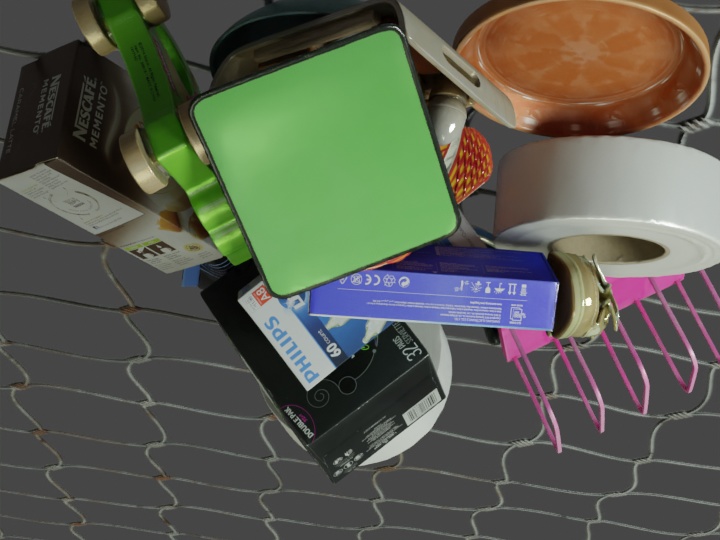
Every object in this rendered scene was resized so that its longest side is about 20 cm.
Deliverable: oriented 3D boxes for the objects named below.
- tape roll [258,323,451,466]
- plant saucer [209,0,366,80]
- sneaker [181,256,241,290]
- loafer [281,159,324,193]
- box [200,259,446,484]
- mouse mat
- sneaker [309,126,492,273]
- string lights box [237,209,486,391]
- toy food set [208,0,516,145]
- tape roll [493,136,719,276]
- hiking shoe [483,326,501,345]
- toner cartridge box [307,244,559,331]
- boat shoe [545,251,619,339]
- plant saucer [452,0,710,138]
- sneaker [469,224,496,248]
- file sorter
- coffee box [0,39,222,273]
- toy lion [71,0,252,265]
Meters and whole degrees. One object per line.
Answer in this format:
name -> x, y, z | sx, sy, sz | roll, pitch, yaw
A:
tape roll -> -0.007, 0.096, 1.531 | 0.199, 0.205, 0.071 | -1, 156, 14
plant saucer -> -0.019, -0.162, 1.162 | 0.197, 0.036, 0.200 | 8, 158, 3
sneaker -> -0.135, -0.031, 1.450 | 0.077, 0.071, 0.200 | 5, 162, -8
loafer -> -0.052, -0.074, 1.160 | 0.071, 0.063, 0.200 | -31, 170, -10
box -> -0.035, 0.074, 1.439 | 0.148, 0.201, 0.125 | -36, 154, -6
mouse mat -> -0.020, -0.073, 1.056 | 0.159, 0.008, 0.201 | -20, 132, 1
sneaker -> 0.025, -0.049, 1.182 | 0.199, 0.074, 0.077 | -30, -175, -33
string lights box -> 0.000, 0.000, 1.278 | 0.103, 0.199, 0.059 | 51, 179, -7
toy food set -> 0.000, -0.127, 1.112 | 0.198, 0.061, 0.143 | -11, 150, 38
tape roll -> 0.214, -0.051, 1.260 | 0.199, 0.072, 0.203 | 4, 167, 1
hiking shoe -> 0.188, 0.006, 1.476 | 0.086, 0.075, 0.200 | -12, 161, -25
toner cartridge box -> 0.056, 0.010, 1.200 | 0.197, 0.044, 0.095 | 4, -166, -2
boat shoe -> 0.190, 0.022, 1.251 | 0.062, 0.074, 0.200 | -2, 178, 4
plant saucer -> 0.169, -0.164, 1.133 | 0.197, 0.033, 0.201 | 4, 156, 2
sneaker -> 0.063, -0.024, 1.371 | 0.198, 0.073, 0.073 | 18, 171, 11
file sorter -> 0.247, 0.071, 1.405 | 0.198, 0.127, 0.139 | -25, 159, 0
coffee box -> -0.203, -0.093, 1.265 | 0.079, 0.116, 0.199 | -14, 150, 37
toy lion -> -0.133, -0.108, 1.132 | 0.068, 0.202, 0.192 | -25, 158, 6
